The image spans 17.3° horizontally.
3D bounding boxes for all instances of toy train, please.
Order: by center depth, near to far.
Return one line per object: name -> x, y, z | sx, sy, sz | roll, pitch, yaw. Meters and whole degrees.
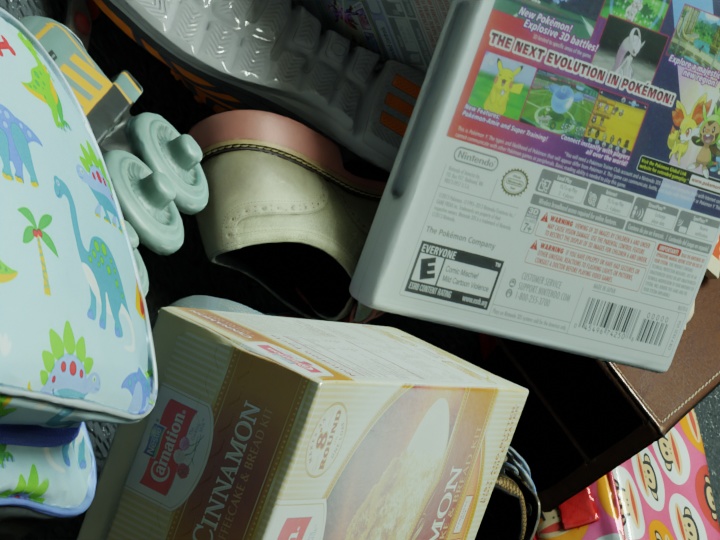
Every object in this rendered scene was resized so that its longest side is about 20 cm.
toy train -> -0.126, -0.037, 0.895 | 0.114, 0.085, 0.200 | 53, 19, -11

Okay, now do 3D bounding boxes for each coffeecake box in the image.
coffeecake box -> -0.026, 0.101, 0.907 | 0.200, 0.073, 0.154 | 8, 104, -64

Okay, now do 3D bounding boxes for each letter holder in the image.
letter holder -> 0.139, 0.011, 1.281 | 0.142, 0.101, 0.200 | 53, 44, 3

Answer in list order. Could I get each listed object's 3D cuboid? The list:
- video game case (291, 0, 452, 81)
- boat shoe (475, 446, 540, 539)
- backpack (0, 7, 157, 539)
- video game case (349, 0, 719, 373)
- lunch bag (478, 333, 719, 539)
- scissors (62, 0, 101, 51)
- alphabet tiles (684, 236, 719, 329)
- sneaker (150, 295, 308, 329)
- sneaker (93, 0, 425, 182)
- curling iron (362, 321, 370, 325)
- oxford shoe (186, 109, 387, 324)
video game case -> 0.014, -0.117, 1.108 | 0.046, 0.180, 0.200 | -61, 145, -31
boat shoe -> 0.051, 0.120, 1.166 | 0.072, 0.072, 0.201 | 49, 28, -37
backpack -> -0.160, -0.012, 0.717 | 0.183, 0.146, 0.201 | 17, 49, -67
video game case -> 0.100, -0.055, 1.052 | 0.199, 0.023, 0.183 | 14, 100, -42
lunch bag -> 0.136, 0.108, 1.359 | 0.176, 0.082, 0.201 | 30, 43, -55
scissors -> -0.122, -0.116, 1.067 | 0.073, 0.014, 0.201 | 41, 33, -51
alphabet tiles -> 0.153, -0.077, 1.182 | 0.195, 0.015, 0.201 | 31, 62, -61
sneaker -> -0.039, 0.057, 1.052 | 0.200, 0.079, 0.096 | 37, 13, -47
sneaker -> -0.057, -0.074, 1.092 | 0.199, 0.112, 0.078 | 34, 47, -9
curling iron -> -0.004, -0.019, 1.170 | 0.200, 0.049, 0.026 | -90, -177, -67
oxford shoe -> 0.000, 0.000, 1.057 | 0.199, 0.070, 0.075 | 23, 53, -35
